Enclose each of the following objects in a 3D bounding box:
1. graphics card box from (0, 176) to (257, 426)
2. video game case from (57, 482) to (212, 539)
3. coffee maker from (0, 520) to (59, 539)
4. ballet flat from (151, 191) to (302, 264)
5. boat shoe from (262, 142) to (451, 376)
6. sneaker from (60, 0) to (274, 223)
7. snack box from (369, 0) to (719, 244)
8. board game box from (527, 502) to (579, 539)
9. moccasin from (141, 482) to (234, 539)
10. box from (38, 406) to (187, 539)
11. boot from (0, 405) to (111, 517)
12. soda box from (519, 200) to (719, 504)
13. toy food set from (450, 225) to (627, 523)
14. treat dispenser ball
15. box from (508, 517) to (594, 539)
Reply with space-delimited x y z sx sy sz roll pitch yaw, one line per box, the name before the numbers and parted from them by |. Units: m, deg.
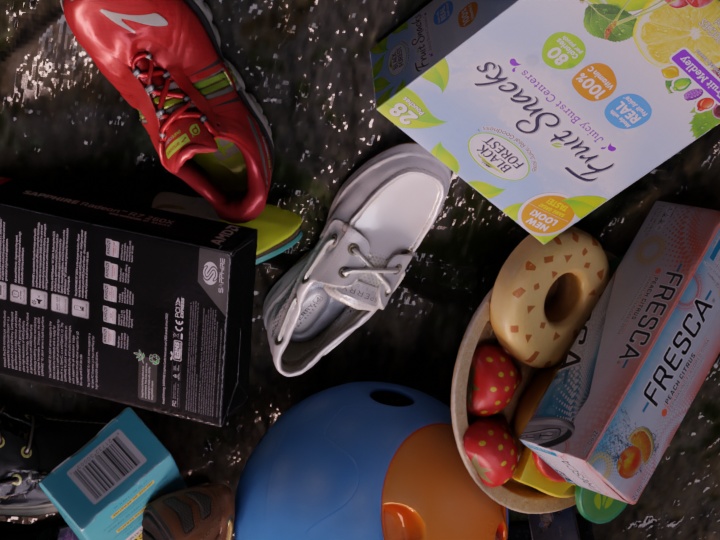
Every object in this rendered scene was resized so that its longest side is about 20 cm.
graphics card box | -0.168 0.018 1.144 0.200 0.051 0.126 11 113 17
video game case | -0.193 0.264 1.395 0.200 0.143 0.019 -18 167 13
coffee maker | -0.336 0.232 1.308 0.200 0.135 0.192 4 157 -1
ballet flat | -0.139 -0.015 1.184 0.200 0.067 0.067 -21 110 17
boat shoe | 0.000 0.000 1.199 0.071 0.069 0.200 21 127 -21
sneaker | -0.109 -0.106 1.080 0.077 0.085 0.200 -26 130 17
snack box | 0.134 -0.129 1.092 0.200 0.068 0.169 -36 127 28
board game box | 0.151 0.214 1.324 0.035 0.200 0.136 -12 134 6
moccasin | -0.127 0.222 1.291 0.078 0.074 0.202 -23 142 -30
box | -0.168 0.173 1.280 0.082 0.049 0.200 -40 160 -13
boot | -0.272 0.104 1.275 0.203 0.074 0.154 -5 131 -2
soda box | 0.193 0.052 1.187 0.064 0.200 0.068 42 162 -35
toy food set | 0.147 0.076 1.233 0.198 0.049 0.200 24 85 -37
treat dispenser ball | 0.008 0.182 1.281 0.200 0.201 0.201 -2 133 -3
box | 0.103 0.318 1.421 0.200 0.197 0.118 -7 133 2
